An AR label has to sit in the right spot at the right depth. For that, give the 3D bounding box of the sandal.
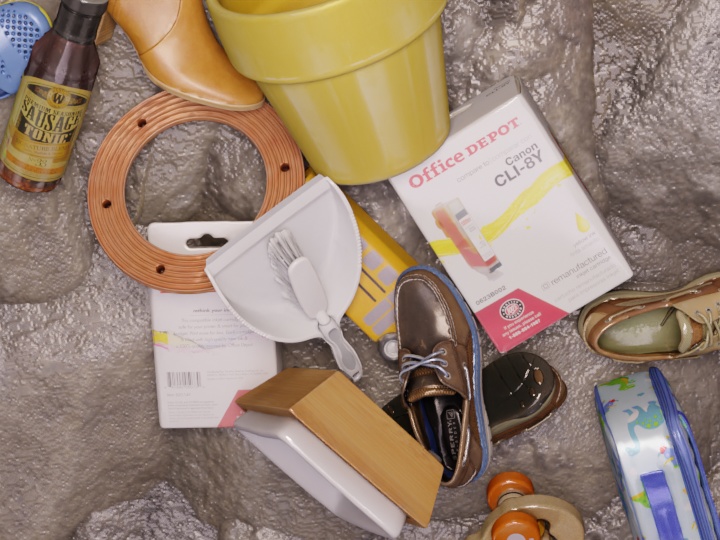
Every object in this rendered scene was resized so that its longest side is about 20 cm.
[{"bbox_3d":[-0.360,-0.170,1.527,0.200,0.087,0.080,-34,102,10],"label":"sandal"}]

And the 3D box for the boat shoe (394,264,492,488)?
[{"bbox_3d":[0.070,0.094,1.513,0.072,0.072,0.201,-16,91,21],"label":"boat shoe"}]

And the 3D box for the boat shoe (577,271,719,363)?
[{"bbox_3d":[0.302,0.052,1.578,0.199,0.074,0.076,-10,107,5],"label":"boat shoe"}]

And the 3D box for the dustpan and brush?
[{"bbox_3d":[-0.042,0.028,1.513,0.139,0.057,0.200,-38,141,-11],"label":"dustpan and brush"}]

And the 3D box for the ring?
[{"bbox_3d":[-0.147,-0.073,1.534,0.199,0.019,0.201,-2,70,7],"label":"ring"}]

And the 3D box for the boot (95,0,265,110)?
[{"bbox_3d":[-0.157,-0.238,1.499,0.200,0.071,0.144,25,117,3],"label":"boot"}]

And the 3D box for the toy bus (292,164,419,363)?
[{"bbox_3d":[0.000,0.000,1.578,0.200,0.065,0.078,44,102,-10],"label":"toy bus"}]

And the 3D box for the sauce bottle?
[{"bbox_3d":[-0.270,-0.163,1.513,0.066,0.066,0.201,20,123,-4],"label":"sauce bottle"}]

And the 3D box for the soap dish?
[{"bbox_3d":[-0.020,0.154,1.502,0.157,0.200,0.081,42,77,-11],"label":"soap dish"}]

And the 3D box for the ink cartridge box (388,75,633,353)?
[{"bbox_3d":[0.133,-0.051,1.546,0.145,0.083,0.200,-31,104,11],"label":"ink cartridge box"}]

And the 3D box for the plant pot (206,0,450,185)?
[{"bbox_3d":[-0.010,-0.185,1.463,0.200,0.201,0.190,-15,122,7],"label":"plant pot"}]

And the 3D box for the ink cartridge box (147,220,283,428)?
[{"bbox_3d":[-0.134,0.042,1.594,0.116,0.068,0.201,-1,109,2],"label":"ink cartridge box"}]

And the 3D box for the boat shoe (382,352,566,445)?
[{"bbox_3d":[0.104,0.140,1.603,0.199,0.074,0.076,-21,64,27],"label":"boat shoe"}]

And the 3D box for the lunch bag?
[{"bbox_3d":[0.279,0.203,1.581,0.082,0.161,0.201,-17,105,7],"label":"lunch bag"}]

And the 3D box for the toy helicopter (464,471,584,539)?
[{"bbox_3d":[0.153,0.301,1.674,0.132,0.079,0.200,24,118,-15],"label":"toy helicopter"}]
